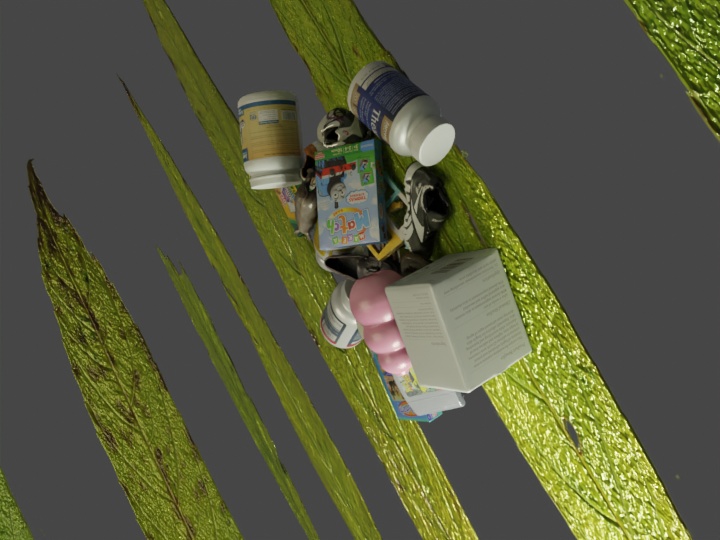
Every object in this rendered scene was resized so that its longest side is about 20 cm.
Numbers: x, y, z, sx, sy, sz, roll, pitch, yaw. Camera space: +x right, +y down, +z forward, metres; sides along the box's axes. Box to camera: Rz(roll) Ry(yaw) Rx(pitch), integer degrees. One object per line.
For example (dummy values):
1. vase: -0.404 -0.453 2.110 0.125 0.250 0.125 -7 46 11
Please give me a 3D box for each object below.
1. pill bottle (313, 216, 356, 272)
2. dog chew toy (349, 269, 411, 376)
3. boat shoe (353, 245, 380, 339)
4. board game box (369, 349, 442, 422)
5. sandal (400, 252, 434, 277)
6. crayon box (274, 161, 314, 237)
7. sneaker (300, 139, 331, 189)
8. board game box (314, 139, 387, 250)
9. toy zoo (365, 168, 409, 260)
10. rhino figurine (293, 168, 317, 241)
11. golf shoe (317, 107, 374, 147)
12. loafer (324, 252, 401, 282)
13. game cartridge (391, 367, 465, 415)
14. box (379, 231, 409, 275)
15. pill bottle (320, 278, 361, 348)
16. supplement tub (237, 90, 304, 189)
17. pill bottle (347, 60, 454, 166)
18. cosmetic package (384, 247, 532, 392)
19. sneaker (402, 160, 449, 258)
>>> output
1. pill bottle: -0.047 -0.090 1.650 0.113 0.111 0.202 52 149 23
2. dog chew toy: 0.053 0.105 1.428 0.124 0.122 0.205 -13 95 62
3. boat shoe: 0.024 0.047 1.609 0.072 0.059 0.208 -22 67 54
4. board game box: 0.101 0.251 1.725 0.151 0.044 0.204 -15 98 62
5. sandal: 0.115 0.043 1.477 0.079 0.055 0.203 9 140 9
6. crayon box: -0.158 -0.199 1.819 0.204 0.057 0.119 64 153 5
7. sneaker: -0.102 -0.203 1.692 0.072 0.084 0.204 33 140 42
8. board game box: -0.021 -0.151 1.496 0.148 0.036 0.206 -6 85 32
9. toy zoo: 0.041 -0.116 1.490 0.132 0.020 0.201 -48 65 21
10. rhino figurine: -0.119 -0.134 1.658 0.058 0.089 0.201 20 150 5
11. golf shoe: -0.054 -0.294 1.533 0.199 0.087 0.079 4 117 61
12. loafer: 0.000 0.000 1.546 0.197 0.062 0.074 11 93 48
13. game cartridge: 0.131 0.213 1.579 0.131 0.041 0.204 -18 102 35
14. box: 0.084 0.012 1.564 0.075 0.049 0.204 31 137 45
15. pill bottle: -0.020 0.091 1.736 0.121 0.118 0.201 56 151 16
16. supplement tub: -0.203 -0.297 1.687 0.144 0.141 0.206 -3 93 61
17. pill bottle: 0.073 -0.273 1.295 0.200 0.109 0.113 47 147 32
18. cosmetic package: 0.175 0.089 1.336 0.165 0.165 0.205 -8 104 61
19. sneaker: 0.127 -0.098 1.384 0.090 0.065 0.205 34 138 46
